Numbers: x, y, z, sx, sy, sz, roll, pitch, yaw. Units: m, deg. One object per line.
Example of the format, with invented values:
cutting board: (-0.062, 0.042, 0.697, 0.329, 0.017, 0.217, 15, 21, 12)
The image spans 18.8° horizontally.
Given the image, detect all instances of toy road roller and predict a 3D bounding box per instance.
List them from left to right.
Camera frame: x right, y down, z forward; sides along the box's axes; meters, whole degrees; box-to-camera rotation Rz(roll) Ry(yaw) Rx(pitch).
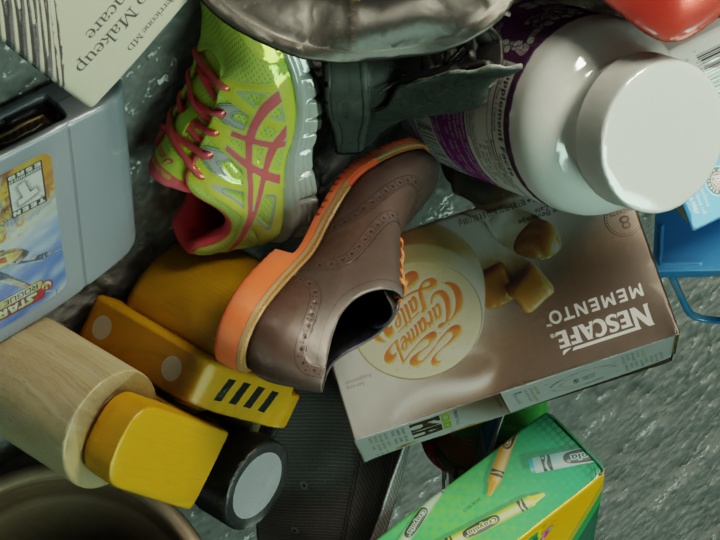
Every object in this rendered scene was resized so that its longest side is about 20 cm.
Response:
toy road roller: (-0.113, 0.050, 1.240, 0.200, 0.122, 0.147, 22, 94, -57)

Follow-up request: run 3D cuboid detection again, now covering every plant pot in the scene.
plant pot: (-0.174, 0.235, 1.325, 0.200, 0.200, 0.175, -39, 164, -12)

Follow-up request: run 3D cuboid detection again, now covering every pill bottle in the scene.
pill bottle: (0.112, -0.094, 1.225, 0.111, 0.200, 0.113, -9, 108, -29)

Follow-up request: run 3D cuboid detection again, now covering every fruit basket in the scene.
fruit basket: (0.070, 0.089, 1.474, 0.093, 0.186, 0.201, 15, 134, -8)

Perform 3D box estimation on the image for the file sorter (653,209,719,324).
file sorter: (0.276, -0.074, 1.452, 0.123, 0.138, 0.202, 51, 41, -64)

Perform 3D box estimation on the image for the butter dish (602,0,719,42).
butter dish: (0.164, -0.222, 1.209, 0.200, 0.199, 0.148, -43, 165, -12)

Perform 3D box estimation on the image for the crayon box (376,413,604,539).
crayon box: (0.060, 0.190, 1.368, 0.199, 0.058, 0.119, -35, 153, -19)

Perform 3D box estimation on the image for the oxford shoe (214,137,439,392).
oxford shoe: (0.000, 0.000, 1.214, 0.200, 0.072, 0.072, -50, 157, -38)

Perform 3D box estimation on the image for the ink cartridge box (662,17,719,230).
ink cartridge box: (0.265, -0.125, 1.334, 0.199, 0.068, 0.117, -25, 114, 1)

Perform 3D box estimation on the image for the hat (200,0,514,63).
hat: (-0.008, -0.191, 1.095, 0.200, 0.201, 0.081, -40, -175, -10)

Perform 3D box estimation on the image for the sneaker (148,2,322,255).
sneaker: (-0.074, -0.078, 1.181, 0.090, 0.078, 0.201, -21, 137, -16)

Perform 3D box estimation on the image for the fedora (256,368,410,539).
fedora: (-0.020, 0.116, 1.410, 0.089, 0.177, 0.201, 12, 124, -4)

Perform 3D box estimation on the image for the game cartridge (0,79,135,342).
game cartridge: (-0.205, -0.014, 1.133, 0.199, 0.041, 0.134, -30, 140, -25)

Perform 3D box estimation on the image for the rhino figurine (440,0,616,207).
rhino figurine: (0.118, -0.123, 1.370, 0.087, 0.060, 0.201, 5, 121, -55)

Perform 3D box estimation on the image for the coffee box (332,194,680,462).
coffee box: (0.078, 0.026, 1.293, 0.198, 0.115, 0.080, -17, 164, 1)

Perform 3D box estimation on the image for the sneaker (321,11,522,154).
sneaker: (0.031, -0.105, 1.186, 0.103, 0.061, 0.200, -7, 175, 1)

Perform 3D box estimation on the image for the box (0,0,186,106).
box: (-0.165, -0.158, 0.987, 0.082, 0.068, 0.200, -48, 148, 3)
